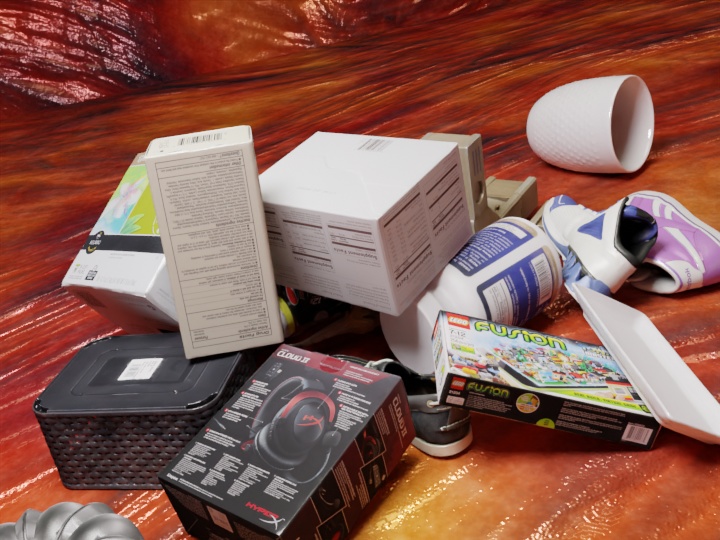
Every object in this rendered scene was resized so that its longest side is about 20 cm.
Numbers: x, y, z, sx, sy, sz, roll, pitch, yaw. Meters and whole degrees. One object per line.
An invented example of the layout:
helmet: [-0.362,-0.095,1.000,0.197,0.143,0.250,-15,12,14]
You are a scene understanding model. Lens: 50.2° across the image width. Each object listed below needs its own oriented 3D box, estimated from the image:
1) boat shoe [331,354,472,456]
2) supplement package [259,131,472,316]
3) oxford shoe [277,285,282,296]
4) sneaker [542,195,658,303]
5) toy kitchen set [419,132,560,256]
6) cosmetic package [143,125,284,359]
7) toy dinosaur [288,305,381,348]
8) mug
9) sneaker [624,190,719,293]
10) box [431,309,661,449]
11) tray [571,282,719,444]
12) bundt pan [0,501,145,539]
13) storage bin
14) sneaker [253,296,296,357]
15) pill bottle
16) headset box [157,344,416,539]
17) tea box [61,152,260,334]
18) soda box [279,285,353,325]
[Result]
boat shoe: [0.029,0.115,0.769,0.071,0.069,0.197,-31,31,-34]
supplement package: [-0.006,-0.058,0.818,0.196,0.113,0.156,12,41,37]
oxford shoe: [-0.158,-0.004,1.098,0.071,0.073,0.199,-3,22,-36]
sneaker: [0.292,-0.040,0.913,0.115,0.080,0.201,-44,21,24]
toy kitchen set: [0.201,-0.120,1.044,0.160,0.184,0.200,10,36,34]
cosmetic package: [-0.138,-0.027,0.747,0.101,0.205,0.073,-8,23,-7]
toy dinosaur: [-0.003,0.056,0.881,0.195,0.107,0.062,-22,65,-3]
mug: [0.386,-0.234,1.278,0.197,0.152,0.173,9,-1,-43]
sneaker: [0.353,-0.036,0.949,0.112,0.074,0.201,-18,27,-10]
box: [0.165,0.097,0.706,0.194,0.036,0.111,12,26,-5]
tray: [0.269,0.089,0.715,0.105,0.022,0.202,23,25,-23]
bundt pan: [-0.245,0.253,0.581,0.196,0.078,0.203,-9,25,4]
storage bin: [-0.208,0.138,0.779,0.194,0.096,0.136,-3,27,13]
sneaker: [-0.176,0.055,0.957,0.196,0.076,0.084,8,31,34]
pill bottle: [0.122,0.028,0.849,0.197,0.119,0.115,-27,30,-32]
headset box: [-0.053,0.155,0.677,0.146,0.076,0.200,9,41,35]
tea box: [-0.215,-0.027,0.912,0.197,0.134,0.200,2,59,43]
soda box: [0.000,0.000,0.953,0.196,0.064,0.072,-15,59,-30]
